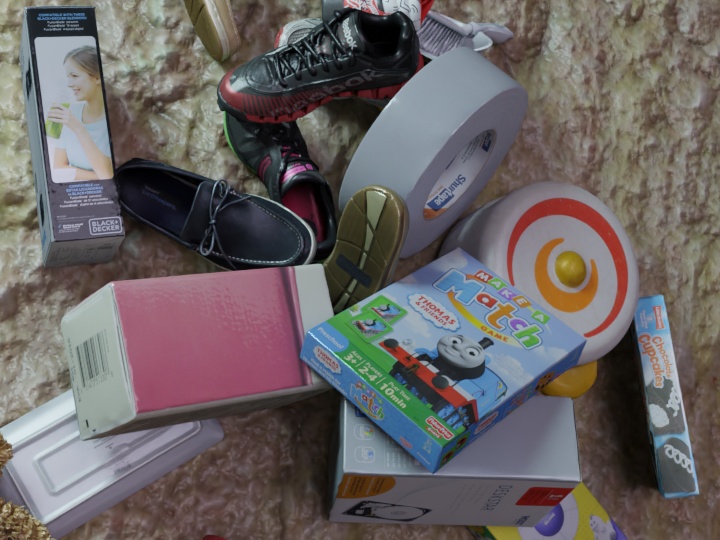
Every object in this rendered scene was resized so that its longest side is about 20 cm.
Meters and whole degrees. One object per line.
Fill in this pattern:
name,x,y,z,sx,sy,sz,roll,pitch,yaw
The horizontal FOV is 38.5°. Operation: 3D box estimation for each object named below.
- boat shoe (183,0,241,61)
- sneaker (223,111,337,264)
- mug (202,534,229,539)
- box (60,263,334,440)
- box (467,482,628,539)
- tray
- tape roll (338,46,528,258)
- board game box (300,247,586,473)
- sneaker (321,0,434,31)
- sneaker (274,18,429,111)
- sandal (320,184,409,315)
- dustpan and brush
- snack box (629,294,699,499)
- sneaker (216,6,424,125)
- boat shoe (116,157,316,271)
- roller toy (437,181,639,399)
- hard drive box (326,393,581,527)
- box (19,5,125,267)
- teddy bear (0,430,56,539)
boat shoe,-0.143,-0.303,0.998,0.069,0.074,0.201,-16,85,-19
sneaker,-0.066,-0.097,0.981,0.077,0.084,0.201,-25,90,-26
mug,-0.146,0.317,0.831,0.178,0.133,0.200,49,60,-30
box,-0.132,0.068,0.873,0.199,0.128,0.110,-5,77,-37
box,0.169,0.238,1.031,0.117,0.048,0.200,-42,95,-24
tray,-0.224,0.149,0.898,0.199,0.022,0.108,-30,92,-25
tape roll,0.070,-0.108,0.973,0.066,0.201,0.200,39,65,17
board game box,0.073,0.066,0.867,0.151,0.037,0.200,38,43,26
sneaker,0.023,-0.306,1.030,0.107,0.067,0.202,1,51,5
sneaker,0.011,-0.204,1.030,0.199,0.082,0.078,14,88,-18
sandal,0.000,0.000,0.936,0.080,0.200,0.054,42,41,17
dustpan and brush,0.100,-0.249,1.084,0.200,0.139,0.057,5,116,-52
snack box,0.312,0.131,1.077,0.037,0.116,0.201,-9,81,11
sneaker,-0.034,-0.189,0.934,0.199,0.098,0.071,-14,69,-10
boat shoe,-0.135,-0.047,0.921,0.199,0.062,0.075,23,90,2
roller toy,0.177,0.012,1.029,0.182,0.140,0.201,34,69,-12
hard drive box,0.075,0.169,0.913,0.199,0.156,0.077,2,62,-5
box,-0.252,-0.112,0.891,0.060,0.117,0.201,-6,83,-21
teddy bear,-0.318,0.226,0.824,0.144,0.067,0.201,-27,91,-7
